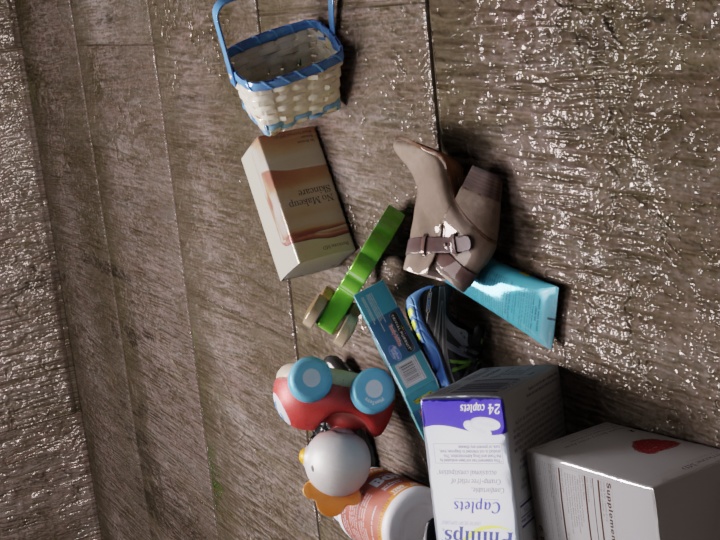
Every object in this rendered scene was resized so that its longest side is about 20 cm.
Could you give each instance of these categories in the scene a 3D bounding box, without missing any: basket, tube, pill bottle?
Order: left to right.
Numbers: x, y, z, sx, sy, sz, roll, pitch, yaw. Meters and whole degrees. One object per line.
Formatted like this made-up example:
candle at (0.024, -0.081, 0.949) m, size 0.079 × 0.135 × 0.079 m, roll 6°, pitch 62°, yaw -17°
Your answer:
basket at (-0.111, -0.302, 1.691) m, size 0.140 × 0.174 × 0.202 m, roll 53°, pitch 155°, yaw 44°
pill bottle at (0.034, 0.347, 1.762) m, size 0.199 × 0.111 × 0.114 m, roll 8°, pitch 108°, yaw 60°
tube at (0.162, 0.020, 1.459) m, size 0.199 × 0.050 × 0.079 m, roll 32°, pitch 133°, yaw 47°

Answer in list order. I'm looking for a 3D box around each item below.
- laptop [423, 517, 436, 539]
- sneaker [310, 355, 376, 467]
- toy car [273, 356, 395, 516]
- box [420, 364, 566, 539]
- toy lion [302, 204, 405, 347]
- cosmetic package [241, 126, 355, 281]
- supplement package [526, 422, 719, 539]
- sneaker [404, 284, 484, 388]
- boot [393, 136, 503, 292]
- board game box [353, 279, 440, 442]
laptop at (0.145, 0.404, 1.544) m, size 0.102 × 0.177 × 0.204 m, roll 10°, pitch 97°, yaw 24°
sneaker at (-0.036, 0.232, 1.871) m, size 0.076 × 0.089 × 0.204 m, roll -13°, pitch 89°, yaw 64°
toy car at (-0.047, 0.241, 1.728) m, size 0.184 × 0.174 × 0.204 m, roll 125°, pitch 154°, yaw -74°
box at (0.157, 0.222, 1.370) m, size 0.103 × 0.183 × 0.204 m, roll -5°, pitch 94°, yaw 29°
toy lion at (0.000, 0.000, 1.661) m, size 0.193 × 0.068 × 0.200 m, roll -59°, pitch 0°, yaw 4°
cosmetic package at (-0.093, -0.100, 1.824) m, size 0.087 × 0.102 × 0.203 m, roll -39°, pitch 69°, yaw 61°
supplement package at (0.279, 0.240, 1.247) m, size 0.199 × 0.120 × 0.122 m, roll 6°, pitch 107°, yaw 61°
sneaker at (0.127, 0.110, 1.527) m, size 0.202 × 0.082 × 0.071 m, roll 64°, pitch 179°, yaw -4°
boot at (0.087, -0.067, 1.481) m, size 0.199 × 0.070 × 0.148 m, roll 28°, pitch 99°, yaw 45°
board game box at (0.059, 0.121, 1.597) m, size 0.152 × 0.046 × 0.201 m, roll 63°, pitch 178°, yaw 26°
